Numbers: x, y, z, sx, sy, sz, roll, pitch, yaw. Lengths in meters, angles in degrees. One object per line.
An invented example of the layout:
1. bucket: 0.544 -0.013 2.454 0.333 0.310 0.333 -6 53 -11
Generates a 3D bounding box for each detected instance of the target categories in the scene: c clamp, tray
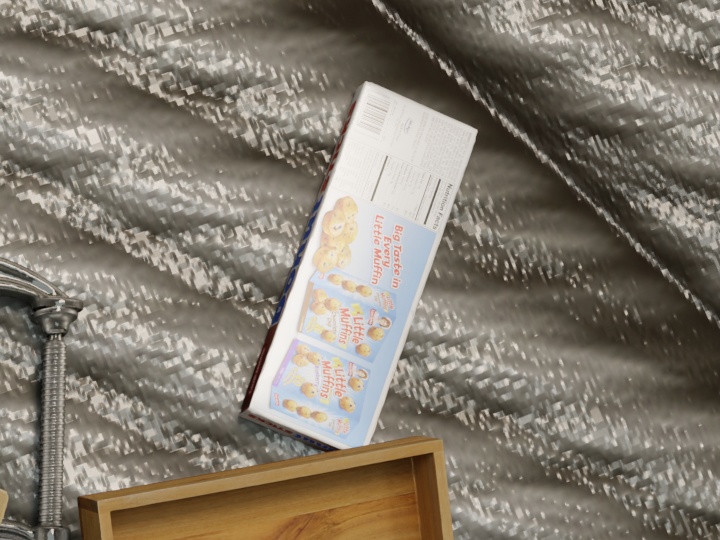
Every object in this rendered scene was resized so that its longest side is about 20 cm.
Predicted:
1. c clamp: -0.187 0.086 1.598 0.170 0.027 0.201 -3 82 -14
2. tray: -0.047 0.153 1.596 0.199 0.037 0.099 -9 95 -25

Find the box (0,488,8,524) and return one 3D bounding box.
1. box: -0.293 0.153 1.515 0.199 0.021 0.164 24 72 -18

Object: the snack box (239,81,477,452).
1. snack box: 0.000 0.000 1.666 0.072 0.024 0.201 23 74 -12
